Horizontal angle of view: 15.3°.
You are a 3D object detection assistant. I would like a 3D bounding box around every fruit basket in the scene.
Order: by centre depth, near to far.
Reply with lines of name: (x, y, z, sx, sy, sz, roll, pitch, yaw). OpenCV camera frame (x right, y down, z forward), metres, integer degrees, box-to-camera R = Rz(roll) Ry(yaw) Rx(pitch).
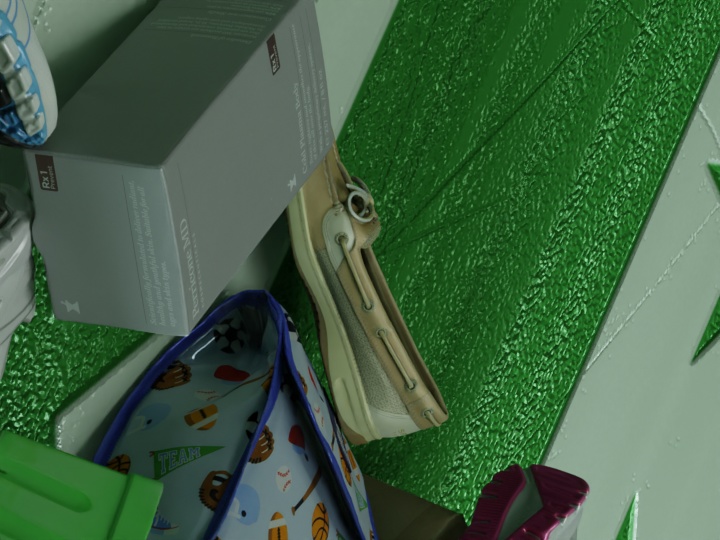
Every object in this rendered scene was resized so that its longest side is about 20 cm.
fruit basket: (-0.151, 0.211, 1.367, 0.215, 0.216, 0.156, 4, 135, -52)

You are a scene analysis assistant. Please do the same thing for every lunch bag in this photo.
lunch bag: (-0.067, 0.135, 1.550, 0.200, 0.123, 0.170, -65, 146, -37)

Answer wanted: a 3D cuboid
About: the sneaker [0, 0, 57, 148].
sneaker: (-0.190, -0.152, 1.284, 0.087, 0.075, 0.201, -53, 129, -41)

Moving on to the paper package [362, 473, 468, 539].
paper package: (-0.009, 0.258, 1.687, 0.200, 0.103, 0.191, -48, 138, -28)

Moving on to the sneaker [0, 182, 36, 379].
sneaker: (-0.225, 0.049, 1.343, 0.200, 0.078, 0.100, -43, 139, -30)

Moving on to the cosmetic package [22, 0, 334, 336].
cosmetic package: (-0.092, -0.064, 1.409, 0.200, 0.090, 0.107, -60, 150, -50)

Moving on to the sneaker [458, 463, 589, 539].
sneaker: (0.074, 0.205, 1.617, 0.200, 0.081, 0.089, -36, 130, -36)

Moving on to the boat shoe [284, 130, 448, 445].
boat shoe: (0.000, 0.001, 1.570, 0.073, 0.063, 0.202, -53, 130, -78)
